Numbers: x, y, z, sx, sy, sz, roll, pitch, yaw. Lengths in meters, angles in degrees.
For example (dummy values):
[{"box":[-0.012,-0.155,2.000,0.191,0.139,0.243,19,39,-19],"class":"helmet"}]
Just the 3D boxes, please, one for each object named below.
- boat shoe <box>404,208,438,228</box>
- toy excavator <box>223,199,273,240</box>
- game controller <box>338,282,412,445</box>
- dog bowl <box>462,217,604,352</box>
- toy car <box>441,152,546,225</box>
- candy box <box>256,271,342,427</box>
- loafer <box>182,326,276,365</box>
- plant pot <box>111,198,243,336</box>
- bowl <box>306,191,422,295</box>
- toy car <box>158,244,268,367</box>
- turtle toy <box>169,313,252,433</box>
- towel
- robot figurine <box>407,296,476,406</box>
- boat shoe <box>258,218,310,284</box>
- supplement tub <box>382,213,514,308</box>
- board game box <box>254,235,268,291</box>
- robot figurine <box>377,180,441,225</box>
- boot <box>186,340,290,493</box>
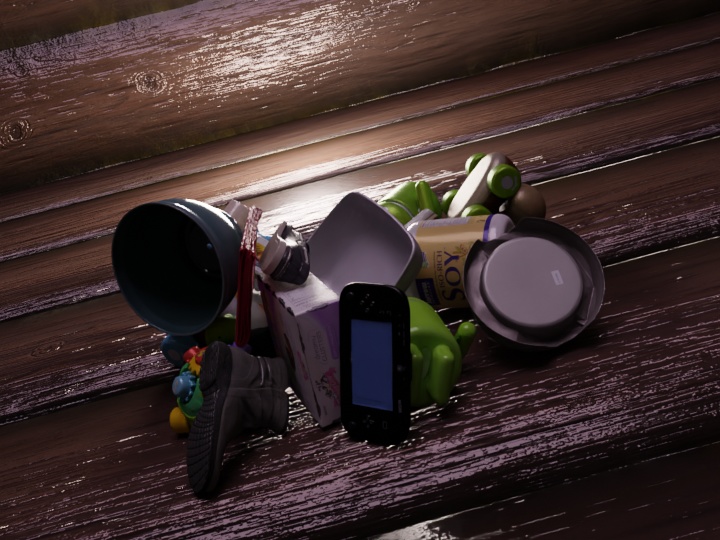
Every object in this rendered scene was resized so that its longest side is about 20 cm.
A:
[{"box":[0.053,-0.044,1.452,0.200,0.075,0.068,-44,69,-9],"class":"boat shoe"},{"box":[-0.204,-0.050,1.509,0.100,0.200,0.194,-56,28,-15],"class":"toy excavator"},{"box":[0.019,0.116,1.025,0.103,0.203,0.042,5,9,44],"class":"game controller"},{"box":[0.242,0.025,1.164,0.197,0.059,0.203,-1,63,1],"class":"dog bowl"},{"box":[0.269,-0.099,1.462,0.159,0.199,0.164,-56,16,9],"class":"toy car"},{"box":[-0.073,0.098,1.153,0.071,0.170,0.200,-18,21,-17],"class":"candy box"},{"box":[-0.182,0.131,1.298,0.198,0.069,0.070,-18,-9,3],"class":"loafer"},{"box":[-0.254,-0.022,1.231,0.198,0.203,0.134,-2,18,26],"class":"plant pot"},{"box":[0.000,0.000,1.277,0.200,0.074,0.200,-52,48,7],"class":"bowl"},{"box":[-0.213,0.059,1.362,0.197,0.179,0.185,9,39,20],"class":"toy car"},{"box":[-0.203,0.145,1.186,0.144,0.102,0.201,-10,30,9],"class":"turtle toy"},{"box":[-0.159,0.004,1.168,0.022,0.147,0.200,5,22,-6],"class":"towel"},{"box":[0.069,0.108,1.115,0.173,0.117,0.200,1,18,-10],"class":"robot figurine"},{"box":[-0.106,-0.022,1.191,0.073,0.062,0.200,-58,12,9],"class":"boat shoe"},{"box":[0.149,-0.012,1.324,0.197,0.147,0.146,-4,23,23],"class":"supplement tub"},{"box":[-0.107,0.023,1.378,0.198,0.035,0.127,30,22,-8],"class":"board game box"},{"box":[0.084,-0.098,1.593,0.175,0.116,0.200,-25,10,42],"class":"robot figurine"},{"box":[-0.149,0.196,1.067,0.130,0.203,0.067,22,-30,-32],"class":"boot"}]
